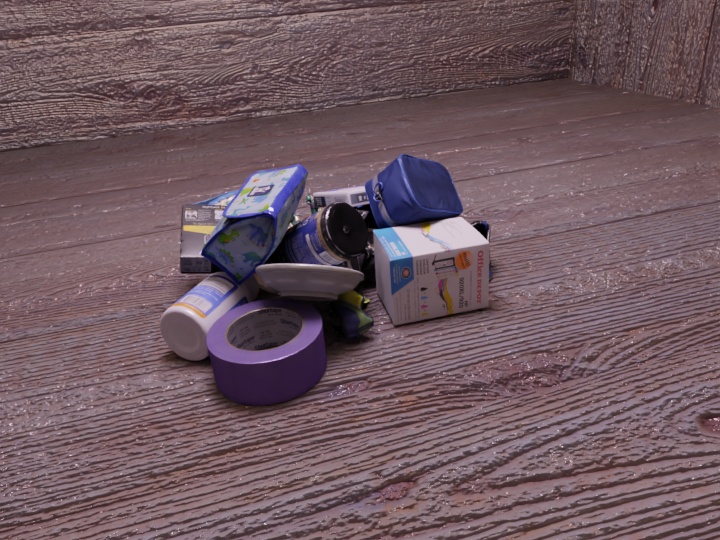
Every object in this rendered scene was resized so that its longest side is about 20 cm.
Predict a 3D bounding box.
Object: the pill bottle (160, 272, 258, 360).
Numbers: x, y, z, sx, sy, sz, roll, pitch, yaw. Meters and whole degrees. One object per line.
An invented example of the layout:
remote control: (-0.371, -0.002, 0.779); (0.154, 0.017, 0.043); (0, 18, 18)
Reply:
pill bottle: (-0.280, 0.073, 1.047); (0.111, 0.113, 0.200); (6, 28, 20)

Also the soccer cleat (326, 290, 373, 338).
soccer cleat: (-0.025, 0.063, 1.076); (0.083, 0.065, 0.201); (-14, 33, -7)

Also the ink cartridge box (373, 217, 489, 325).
ink cartridge box: (0.139, -0.003, 1.087); (0.198, 0.149, 0.145); (-10, 27, -9)

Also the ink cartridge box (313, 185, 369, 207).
ink cartridge box: (0.012, -0.186, 1.321); (0.198, 0.044, 0.198); (-15, 13, -25)

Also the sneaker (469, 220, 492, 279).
sneaker: (0.259, -0.069, 1.231); (0.080, 0.116, 0.200); (-3, 27, 1)

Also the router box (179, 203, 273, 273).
router box: (-0.283, -0.069, 1.168); (0.198, 0.053, 0.158); (1, 49, -16)

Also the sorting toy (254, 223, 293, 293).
sorting toy: (-0.203, -0.012, 1.225); (0.199, 0.108, 0.179); (-26, 41, -33)

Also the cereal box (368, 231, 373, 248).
cereal box: (0.032, -0.047, 1.307); (0.198, 0.040, 0.144); (8, 29, 25)

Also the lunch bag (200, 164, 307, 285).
lunch bag: (-0.189, -0.099, 1.027); (0.199, 0.127, 0.171); (-35, 23, 38)

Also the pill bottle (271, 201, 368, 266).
pill bottle: (-0.088, -0.050, 1.075); (0.199, 0.113, 0.112); (-22, 9, 44)

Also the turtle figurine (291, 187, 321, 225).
turtle figurine: (-0.142, -0.129, 1.415); (0.100, 0.150, 0.200); (39, 49, -2)

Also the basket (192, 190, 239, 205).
basket: (-0.345, -0.148, 1.455); (0.199, 0.140, 0.176); (28, 41, 32)

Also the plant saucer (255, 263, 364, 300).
plant saucer: (-0.093, 0.026, 0.987); (0.197, 0.051, 0.200); (3, -7, 0)

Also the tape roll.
tape roll: (-0.159, 0.134, 0.939); (0.197, 0.086, 0.201); (-3, 26, 2)

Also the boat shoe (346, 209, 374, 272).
boat shoe: (-0.002, -0.057, 1.149); (0.062, 0.073, 0.201); (-5, 48, 0)

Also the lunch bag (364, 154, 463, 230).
lunch bag: (0.103, -0.150, 1.162); (0.199, 0.137, 0.132); (3, -28, -43)

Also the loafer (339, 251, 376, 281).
loafer: (0.000, 0.000, 1.199); (0.198, 0.071, 0.069); (-14, 47, 17)

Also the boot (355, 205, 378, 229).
boot: (-0.020, -0.107, 1.299); (0.156, 0.080, 0.212); (-7, 25, -6)
